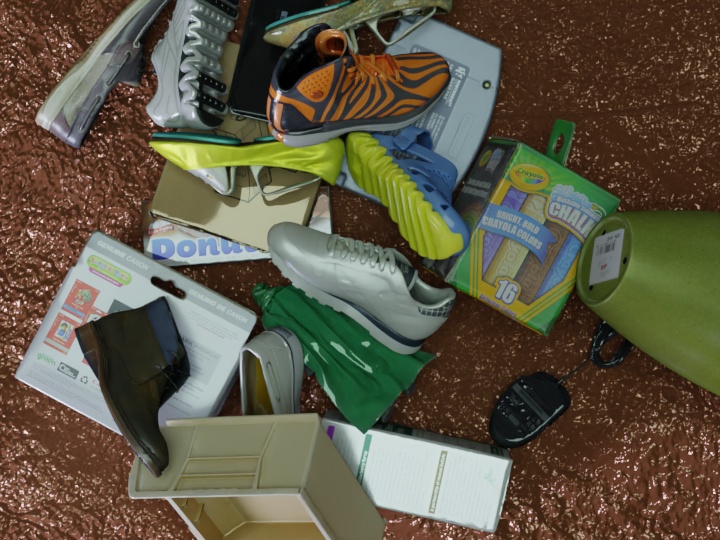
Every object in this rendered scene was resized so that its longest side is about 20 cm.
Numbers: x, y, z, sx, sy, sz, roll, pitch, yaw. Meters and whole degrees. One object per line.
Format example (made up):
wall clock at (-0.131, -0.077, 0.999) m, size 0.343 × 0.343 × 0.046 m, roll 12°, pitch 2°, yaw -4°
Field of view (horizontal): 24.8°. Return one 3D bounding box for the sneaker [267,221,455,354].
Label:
sneaker at (0.000, 0.000, 1.647) m, size 0.200 × 0.077 × 0.081 m, roll 30°, pitch 128°, yaw -12°

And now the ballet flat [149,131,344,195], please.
ballet flat at (-0.115, -0.109, 1.664) m, size 0.199 × 0.067 × 0.067 m, roll -1°, pitch 96°, yaw 0°

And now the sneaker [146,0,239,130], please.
sneaker at (-0.178, -0.240, 1.692) m, size 0.081 × 0.075 × 0.201 m, roll -4°, pitch 70°, yaw 32°

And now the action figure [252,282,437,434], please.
action figure at (-0.034, 0.074, 1.692) m, size 0.200 × 0.055 × 0.118 m, roll 38°, pitch 60°, yaw 17°

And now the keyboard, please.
keyboard at (-0.058, -0.246, 1.707) m, size 0.127 × 0.021 × 0.201 m, roll 12°, pitch 79°, yaw 5°

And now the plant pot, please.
plant pot at (0.315, 0.016, 1.590) m, size 0.199 × 0.187 × 0.188 m, roll 17°, pitch 90°, yaw -23°

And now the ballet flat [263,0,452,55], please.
ballet flat at (0.002, -0.252, 1.665) m, size 0.199 × 0.071 × 0.071 m, roll -22°, pitch 89°, yaw -2°

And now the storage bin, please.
storage bin at (-0.099, 0.236, 1.607) m, size 0.198 × 0.200 × 0.094 m, roll -5°, pitch 50°, yaw 24°

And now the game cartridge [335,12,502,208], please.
game cartridge at (0.065, -0.158, 1.711) m, size 0.133 × 0.041 × 0.201 m, roll 24°, pitch 91°, yaw 6°

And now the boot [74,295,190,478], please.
boot at (-0.202, 0.105, 1.583) m, size 0.097 × 0.075 × 0.200 m, roll -28°, pitch 52°, yaw -6°

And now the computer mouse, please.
computer mouse at (0.214, 0.112, 1.708) m, size 0.200 × 0.034 × 0.059 m, roll -39°, pitch 71°, yaw -3°

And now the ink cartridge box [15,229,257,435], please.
ink cartridge box at (-0.223, 0.078, 1.696) m, size 0.199 × 0.084 × 0.176 m, roll 28°, pitch 92°, yaw 2°

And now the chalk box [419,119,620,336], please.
chalk box at (0.169, -0.056, 1.650) m, size 0.124 × 0.124 × 0.201 m, roll 29°, pitch 92°, yaw -12°

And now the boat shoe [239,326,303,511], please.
boat shoe at (-0.097, 0.160, 1.670) m, size 0.071 × 0.070 × 0.201 m, roll 17°, pitch 116°, yaw 36°

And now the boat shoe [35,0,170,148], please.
boat shoe at (-0.255, -0.215, 1.711) m, size 0.065 × 0.072 × 0.200 m, roll 41°, pitch 89°, yaw -10°

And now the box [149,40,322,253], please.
box at (-0.114, -0.128, 1.708) m, size 0.163 × 0.021 × 0.201 m, roll 18°, pitch 82°, yaw 4°

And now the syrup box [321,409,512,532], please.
syrup box at (0.050, 0.205, 1.686) m, size 0.199 × 0.079 × 0.082 m, roll 13°, pitch 92°, yaw 3°

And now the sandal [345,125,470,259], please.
sandal at (0.060, -0.087, 1.622) m, size 0.087 × 0.080 × 0.200 m, roll -19°, pitch 45°, yaw -17°

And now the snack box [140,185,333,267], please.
snack box at (-0.129, -0.045, 1.722) m, size 0.199 × 0.024 × 0.072 m, roll -5°, pitch 86°, yaw 2°

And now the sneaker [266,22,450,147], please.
sneaker at (0.003, -0.195, 1.618) m, size 0.199 × 0.112 × 0.078 m, roll -22°, pitch 55°, yaw -18°
